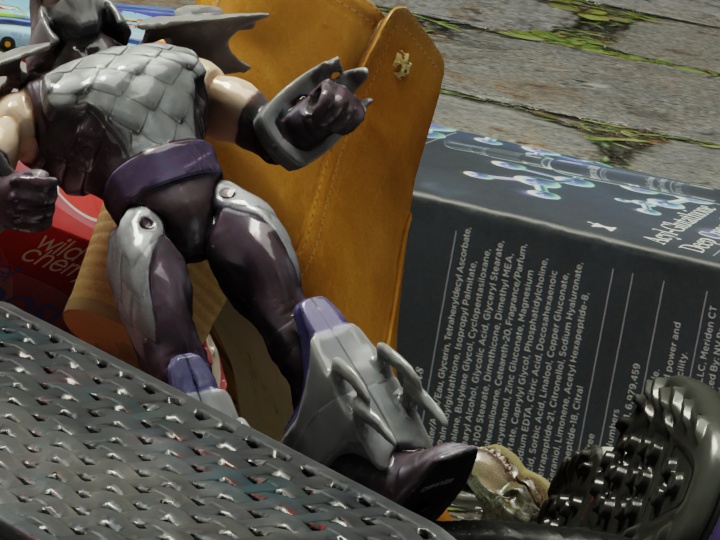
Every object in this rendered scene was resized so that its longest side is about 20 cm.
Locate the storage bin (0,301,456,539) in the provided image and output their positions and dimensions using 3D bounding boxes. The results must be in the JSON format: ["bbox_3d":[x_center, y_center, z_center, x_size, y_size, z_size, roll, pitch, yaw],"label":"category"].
[{"bbox_3d":[-0.076,0.095,0.627,0.093,0.136,0.199,-1,17,-42],"label":"storage bin"}]

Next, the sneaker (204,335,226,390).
[{"bbox_3d":[-0.094,0.026,1.038,0.199,0.081,0.075,21,-24,-25],"label":"sneaker"}]

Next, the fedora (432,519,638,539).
[{"bbox_3d":[0.055,0.126,0.699,0.199,0.092,0.201,9,9,-2],"label":"fedora"}]

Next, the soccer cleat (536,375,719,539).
[{"bbox_3d":[0.098,0.080,0.886,0.073,0.069,0.200,24,-14,-2],"label":"soccer cleat"}]

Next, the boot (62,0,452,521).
[{"bbox_3d":[-0.001,0.000,0.936,0.070,0.145,0.201,5,-30,43],"label":"boot"}]

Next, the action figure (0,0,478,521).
[{"bbox_3d":[-0.046,-0.011,0.809,0.129,0.069,0.201,-20,67,-19],"label":"action figure"}]

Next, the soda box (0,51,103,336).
[{"bbox_3d":[-0.129,-0.028,0.889,0.200,0.063,0.070,23,41,-56],"label":"soda box"}]

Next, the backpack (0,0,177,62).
[{"bbox_3d":[-0.127,-0.047,1.236,0.181,0.136,0.200,9,10,-11],"label":"backpack"}]

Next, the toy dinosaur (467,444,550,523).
[{"bbox_3d":[0.134,0.093,1.024,0.199,0.048,0.088,13,27,11],"label":"toy dinosaur"}]

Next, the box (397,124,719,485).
[{"bbox_3d":[0.084,0.022,1.156,0.199,0.108,0.148,13,13,16],"label":"box"}]
